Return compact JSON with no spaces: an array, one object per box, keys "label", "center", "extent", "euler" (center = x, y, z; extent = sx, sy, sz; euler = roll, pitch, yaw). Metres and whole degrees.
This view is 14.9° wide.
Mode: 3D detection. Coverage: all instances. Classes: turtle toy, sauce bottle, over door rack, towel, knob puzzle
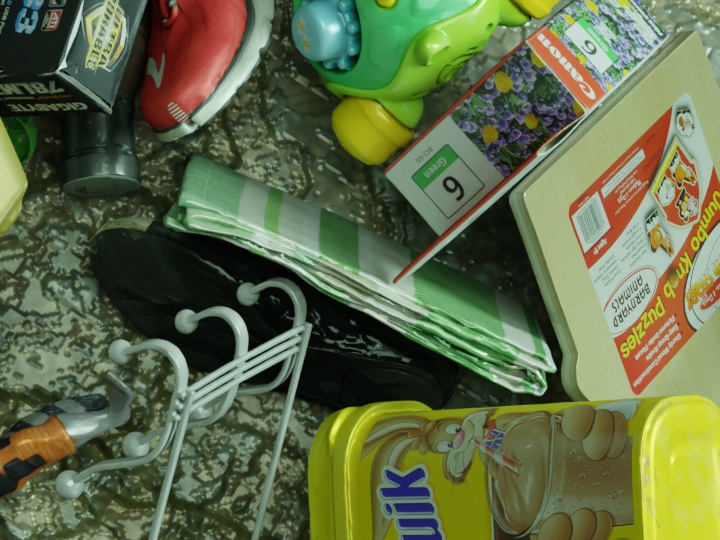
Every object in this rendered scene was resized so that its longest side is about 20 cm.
[{"label":"turtle toy","center":[0.015,-0.155,1.397],"extent":[0.146,0.200,0.101],"euler":[-43,117,13]},{"label":"sauce bottle","center":[-0.139,-0.139,1.410],"extent":[0.066,0.066,0.201],"euler":[0,75,-10]},{"label":"over door rack","center":[-0.083,0.113,1.287],"extent":[0.066,0.148,0.201],"euler":[9,105,21]},{"label":"towel","center":[0.000,0.000,1.364],"extent":[0.199,0.153,0.023],"euler":[24,100,-4]},{"label":"knob puzzle","center":[0.149,0.006,1.406],"extent":[0.219,0.030,0.221],"euler":[3,86,-49]}]

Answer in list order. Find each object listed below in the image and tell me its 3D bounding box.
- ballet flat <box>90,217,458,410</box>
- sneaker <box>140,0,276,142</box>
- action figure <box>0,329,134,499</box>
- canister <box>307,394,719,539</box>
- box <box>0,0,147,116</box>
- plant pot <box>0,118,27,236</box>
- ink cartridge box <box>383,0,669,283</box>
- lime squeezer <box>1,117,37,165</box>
[{"label":"ballet flat","center":[-0.045,0.024,1.401],"extent":[0.199,0.067,0.057],"euler":[24,33,-5]},{"label":"sneaker","center":[-0.092,-0.153,1.378],"extent":[0.085,0.077,0.201],"euler":[33,47,-33]},{"label":"action figure","center":[-0.183,0.125,1.318],"extent":[0.200,0.105,0.194],"euler":[32,76,25]},{"label":"canister","center":[0.078,0.132,1.298],"extent":[0.086,0.199,0.150],"euler":[-1,86,-49]},{"label":"box","center":[-0.177,-0.173,1.356],"extent":[0.198,0.050,0.201],"euler":[2,68,36]},{"label":"plant pot","center":[-0.268,-0.035,1.244],"extent":[0.200,0.194,0.196],"euler":[36,64,-5]},{"label":"ink cartridge box","center":[0.072,-0.073,1.355],"extent":[0.050,0.109,0.200],"euler":[48,31,0]},{"label":"lime squeezer","center":[-0.195,-0.045,1.379],"extent":[0.038,0.071,0.200],"euler":[39,102,-23]}]
